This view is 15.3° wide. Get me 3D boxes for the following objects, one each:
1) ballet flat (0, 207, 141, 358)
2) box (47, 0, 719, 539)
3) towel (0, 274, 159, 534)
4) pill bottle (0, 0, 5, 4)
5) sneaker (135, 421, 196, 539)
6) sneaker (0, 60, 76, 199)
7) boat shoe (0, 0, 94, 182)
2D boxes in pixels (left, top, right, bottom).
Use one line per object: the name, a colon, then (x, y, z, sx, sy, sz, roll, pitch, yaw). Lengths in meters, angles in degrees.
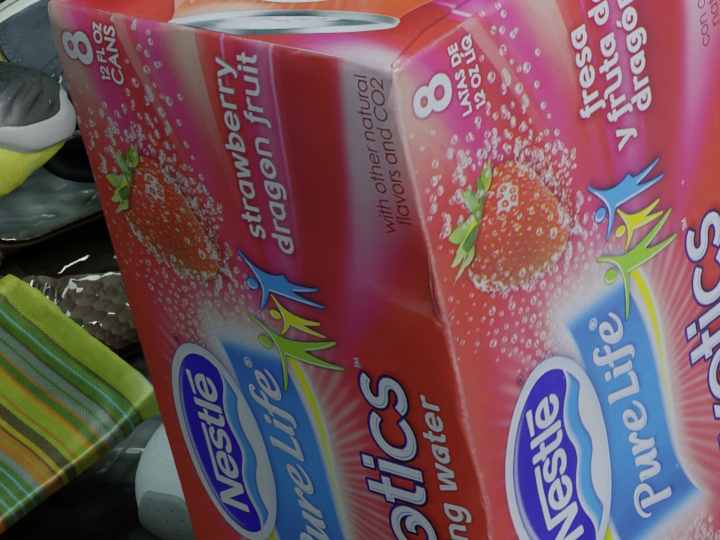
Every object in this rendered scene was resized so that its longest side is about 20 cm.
ballet flat: (-0.044, -0.014, 0.810, 0.200, 0.046, 0.067, -23, 31, -15)
box: (0.021, 0.019, 0.565, 0.100, 0.200, 0.095, 16, 39, 42)
towel: (-0.149, 0.075, 0.703, 0.200, 0.018, 0.086, -37, 34, -18)
pill bottle: (-0.093, -0.169, 0.947, 0.200, 0.112, 0.112, -29, 32, -24)
sneaker: (0.000, 0.000, 0.734, 0.070, 0.080, 0.200, 10, 39, 35)
sneaker: (-0.167, 0.007, 0.774, 0.200, 0.076, 0.075, -31, 18, -2)
boat shoe: (-0.024, -0.084, 0.833, 0.200, 0.075, 0.062, -25, 41, -7)
